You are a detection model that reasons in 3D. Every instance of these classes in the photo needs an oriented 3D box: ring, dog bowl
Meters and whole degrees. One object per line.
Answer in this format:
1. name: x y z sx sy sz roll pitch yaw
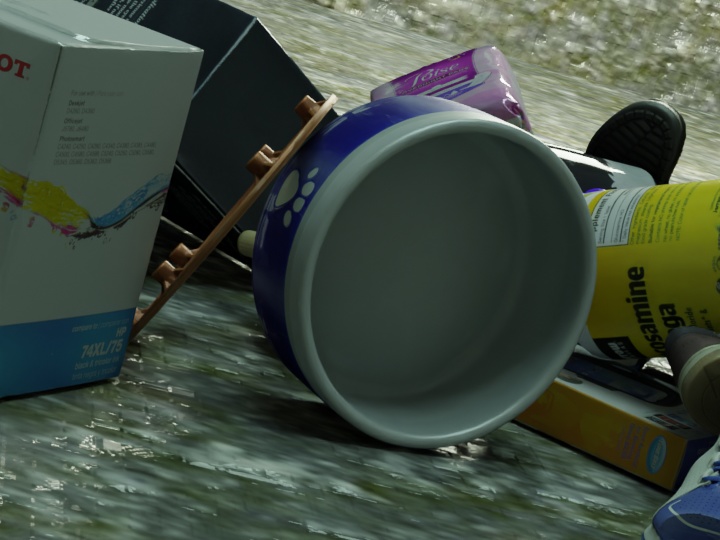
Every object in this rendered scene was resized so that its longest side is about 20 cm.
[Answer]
1. ring: -0.084 -0.033 1.402 0.019 0.201 0.200 41 11 -4
2. dog bowl: 0.038 -0.001 1.392 0.199 0.202 0.079 9 12 -29

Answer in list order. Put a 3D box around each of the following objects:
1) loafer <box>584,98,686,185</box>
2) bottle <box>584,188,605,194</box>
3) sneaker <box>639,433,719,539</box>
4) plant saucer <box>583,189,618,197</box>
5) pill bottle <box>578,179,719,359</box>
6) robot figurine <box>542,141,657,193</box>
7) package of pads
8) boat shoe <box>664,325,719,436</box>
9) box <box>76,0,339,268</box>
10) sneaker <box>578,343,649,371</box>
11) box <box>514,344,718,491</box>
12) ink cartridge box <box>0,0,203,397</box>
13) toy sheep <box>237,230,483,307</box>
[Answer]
1. loafer: 0.229 -0.081 2.012 0.073 0.200 0.071 40 49 12
2. bottle: 0.149 -0.021 1.792 0.199 0.084 0.065 -15 -14 -32
3. sneaker: 0.227 0.109 1.352 0.080 0.116 0.199 19 12 19
4. plant saucer: 0.266 0.024 1.677 0.200 0.048 0.200 32 -15 43
5. pill bottle: 0.200 0.001 1.522 0.199 0.113 0.112 -5 -1 33
6. robot figurine: 0.168 -0.035 1.913 0.198 0.126 0.150 13 6 -17
7. package of pads: 0.073 -0.109 1.822 0.120 0.076 0.200 -19 18 6
8. boat shoe: 0.265 0.091 1.475 0.199 0.072 0.065 30 21 -34
9. box: -0.115 -0.108 1.685 0.200 0.118 0.197 30 -13 45
10. sneaker: 0.179 0.040 1.692 0.074 0.082 0.200 36 -10 1
11. box: 0.171 0.094 1.531 0.199 0.042 0.119 21 13 31
12. ink cartridge box: -0.204 -0.052 1.298 0.146 0.201 0.146 22 13 26
13. toy sheep: 0.000 0.000 1.526 0.199 0.139 0.137 6 4 37
